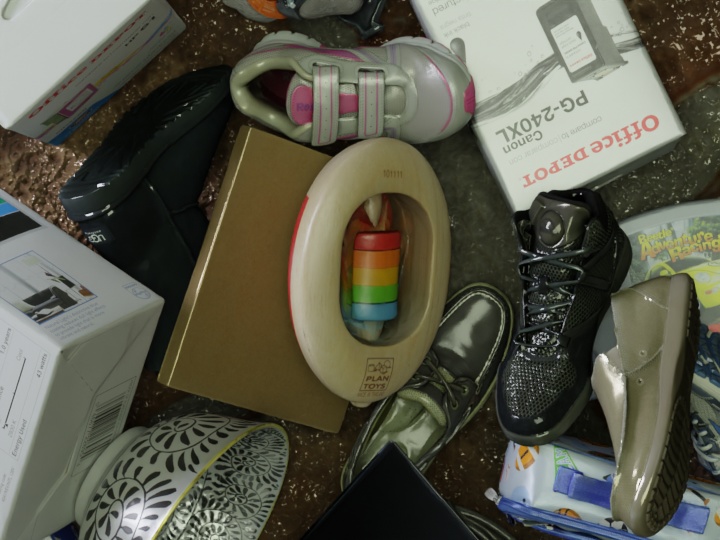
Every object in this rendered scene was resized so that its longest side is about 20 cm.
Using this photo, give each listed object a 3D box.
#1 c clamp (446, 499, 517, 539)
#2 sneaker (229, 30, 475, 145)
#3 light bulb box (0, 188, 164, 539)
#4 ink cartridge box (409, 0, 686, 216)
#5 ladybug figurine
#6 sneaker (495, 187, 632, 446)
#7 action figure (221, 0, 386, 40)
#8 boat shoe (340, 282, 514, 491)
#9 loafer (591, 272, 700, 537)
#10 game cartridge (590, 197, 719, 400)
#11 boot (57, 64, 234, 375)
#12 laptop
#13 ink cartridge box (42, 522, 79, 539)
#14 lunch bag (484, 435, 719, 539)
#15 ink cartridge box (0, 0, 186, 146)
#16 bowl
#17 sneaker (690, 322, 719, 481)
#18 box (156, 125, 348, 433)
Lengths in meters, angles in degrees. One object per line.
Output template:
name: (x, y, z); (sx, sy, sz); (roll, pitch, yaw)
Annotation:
c clamp: (0.034, 0.249, 1.640); (0.199, 0.027, 0.172); (-32, 89, 1)
sneaker: (-0.012, -0.127, 1.584); (0.198, 0.088, 0.082); (5, 112, 27)
light bulb box: (-0.276, 0.066, 1.548); (0.199, 0.125, 0.199); (33, 120, 20)
ink cartridge box: (0.139, -0.155, 1.613); (0.144, 0.083, 0.201); (-26, 88, 2)
ladybug figurine: (0.000, 0.000, 1.580); (0.135, 0.072, 0.202); (1, 99, -35)
sneaker: (0.134, 0.022, 1.527); (0.076, 0.114, 0.200); (7, 58, 31)
action figure: (-0.049, -0.270, 1.602); (0.200, 0.104, 0.194); (43, 122, 9)
boat shoe: (0.052, 0.100, 1.622); (0.072, 0.066, 0.202); (35, 91, 2)
loafer: (0.195, 0.093, 1.493); (0.068, 0.076, 0.201); (0, 55, 21)
game cartridge: (0.253, 0.015, 1.631); (0.198, 0.041, 0.134); (-12, 85, 2)
boot: (-0.132, -0.038, 1.623); (0.076, 0.200, 0.169); (-3, 124, 36)
laptop: (0.075, 0.228, 1.563); (0.199, 0.187, 0.117); (7, 52, -29)
ink cartridge box: (-0.195, 0.289, 1.617); (0.044, 0.094, 0.201); (-31, 88, 2)
lunch bag: (0.191, 0.172, 1.568); (0.198, 0.160, 0.076); (15, 88, 2)
ink cartridge box: (-0.216, -0.172, 1.570); (0.144, 0.200, 0.085); (-42, 87, 2)
bowl: (-0.148, 0.176, 1.580); (0.094, 0.201, 0.202); (32, 91, 19)
sneaker: (0.274, 0.116, 1.591); (0.199, 0.077, 0.085); (36, 116, -15)
box: (-0.053, 0.009, 1.605); (0.163, 0.021, 0.202); (18, 90, -35)
